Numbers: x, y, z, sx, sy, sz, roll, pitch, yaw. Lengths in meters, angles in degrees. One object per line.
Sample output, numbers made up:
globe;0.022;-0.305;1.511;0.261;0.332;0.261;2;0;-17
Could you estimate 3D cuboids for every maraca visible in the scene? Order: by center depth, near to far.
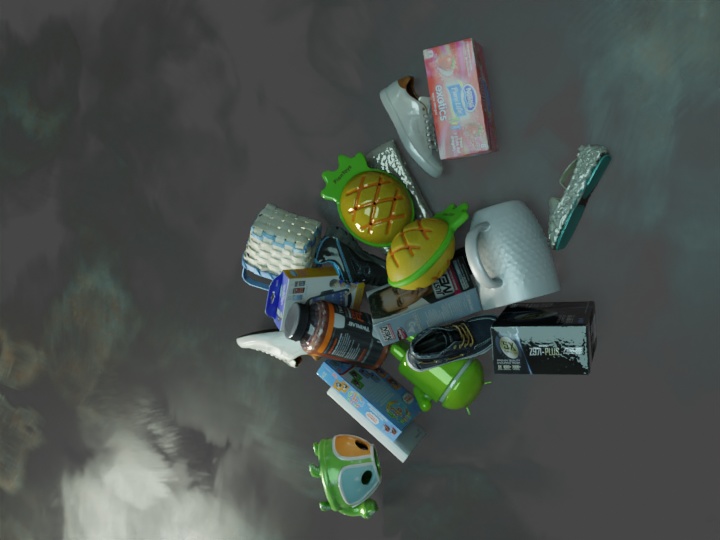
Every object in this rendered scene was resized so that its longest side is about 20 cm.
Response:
maraca;0.123;-0.047;1.391;0.107;0.137;0.201;45;76;-22
maraca;0.014;-0.134;1.458;0.200;0.107;0.137;44;86;6

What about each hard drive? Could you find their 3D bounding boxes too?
hard drive;0.036;0.287;1.537;0.200;0.132;0.027;41;110;11

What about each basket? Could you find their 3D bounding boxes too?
basket;-0.155;-0.022;1.569;0.174;0.140;0.202;20;128;6

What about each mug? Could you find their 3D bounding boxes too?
mug;0.255;-0.029;1.373;0.147;0.199;0.178;-18;84;42

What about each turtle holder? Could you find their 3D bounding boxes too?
turtle holder;-0.022;0.432;1.579;0.130;0.141;0.188;-14;84;5

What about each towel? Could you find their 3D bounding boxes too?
towel;0.056;-0.144;1.521;0.131;0.034;0.202;-27;87;21

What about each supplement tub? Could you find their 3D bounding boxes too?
supplement tub;-0.045;0.121;1.477;0.198;0.107;0.108;17;108;-25

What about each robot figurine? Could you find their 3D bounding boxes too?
robot figurine;0.154;0.188;1.486;0.199;0.116;0.176;36;101;12

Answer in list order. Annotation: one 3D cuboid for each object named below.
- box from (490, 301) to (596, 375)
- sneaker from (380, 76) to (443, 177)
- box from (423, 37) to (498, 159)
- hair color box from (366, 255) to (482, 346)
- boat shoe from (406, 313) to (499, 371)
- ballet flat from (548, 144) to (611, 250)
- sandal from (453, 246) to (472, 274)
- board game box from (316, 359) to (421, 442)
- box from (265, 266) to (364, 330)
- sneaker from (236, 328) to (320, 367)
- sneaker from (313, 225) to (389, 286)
box;0.331;0.116;1.362;0.162;0.200;0.087;-3;98;22
sneaker;0.116;-0.276;1.448;0.084;0.073;0.202;-31;85;25
box;0.187;-0.311;1.410;0.093;0.102;0.203;-8;94;21
hair color box;0.117;0.057;1.433;0.198;0.100;0.061;-21;128;6
boat shoe;0.179;0.126;1.397;0.198;0.091;0.071;-22;71;-8
ballet flat;0.383;-0.135;1.385;0.071;0.072;0.202;29;102;15
sandal;0.141;0.016;1.504;0.199;0.045;0.076;-32;87;22
board game box;0.023;0.238;1.524;0.199;0.151;0.037;40;111;12
box;-0.089;0.054;1.515;0.041;0.198;0.120;45;131;47
sneaker;-0.173;0.168;1.631;0.197;0.073;0.086;-4;94;20
sneaker;0.000;0.000;1.488;0.199;0.073;0.082;35;78;-7
